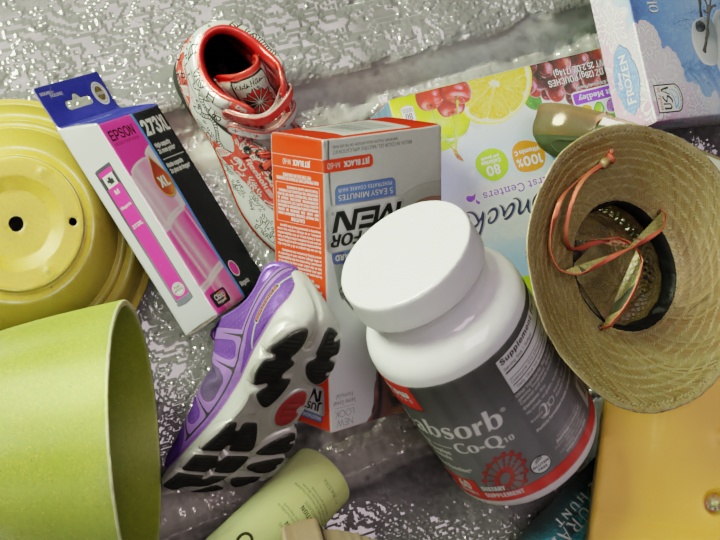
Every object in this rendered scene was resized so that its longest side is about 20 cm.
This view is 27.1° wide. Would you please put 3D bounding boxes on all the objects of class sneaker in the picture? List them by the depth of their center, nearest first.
[{"bbox_3d":[-0.079,0.077,1.036,0.080,0.201,0.084,9,38,-38],"label":"sneaker"},{"bbox_3d":[-0.064,-0.085,1.068,0.067,0.108,0.203,-34,93,-14],"label":"sneaker"},{"bbox_3d":[0.210,-0.048,1.084,0.198,0.067,0.091,20,83,-10],"label":"sneaker"}]

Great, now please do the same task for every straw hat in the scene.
[{"bbox_3d":[0.170,-0.003,1.031,0.199,0.085,0.204,2,87,-31],"label":"straw hat"}]

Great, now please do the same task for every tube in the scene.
[{"bbox_3d":[-0.086,0.206,1.031,0.058,0.052,0.200,38,56,16],"label":"tube"}]

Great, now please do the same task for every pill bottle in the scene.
[{"bbox_3d":[0.073,0.056,1.008,0.116,0.115,0.201,-45,126,-14],"label":"pill bottle"}]

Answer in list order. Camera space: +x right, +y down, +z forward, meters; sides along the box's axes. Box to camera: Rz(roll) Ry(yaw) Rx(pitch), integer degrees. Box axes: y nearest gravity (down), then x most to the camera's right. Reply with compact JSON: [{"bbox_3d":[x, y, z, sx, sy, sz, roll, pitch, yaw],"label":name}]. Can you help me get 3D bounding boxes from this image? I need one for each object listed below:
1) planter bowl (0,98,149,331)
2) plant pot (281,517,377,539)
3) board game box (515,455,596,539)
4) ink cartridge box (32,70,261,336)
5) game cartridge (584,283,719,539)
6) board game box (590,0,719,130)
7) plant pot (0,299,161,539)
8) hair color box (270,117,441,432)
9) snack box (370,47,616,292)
[{"bbox_3d":[-0.238,-0.028,1.033,0.197,0.083,0.204,2,83,-14],"label":"planter bowl"},{"bbox_3d":[0.018,0.251,0.970,0.091,0.201,0.204,-17,88,-4],"label":"plant pot"},{"bbox_3d":[0.214,0.197,1.115,0.135,0.028,0.200,41,72,21],"label":"board game box"},{"bbox_3d":[-0.146,-0.056,1.055,0.037,0.095,0.201,-33,92,23],"label":"ink cartridge box"},{"bbox_3d":[0.259,0.118,1.077,0.174,0.032,0.203,8,86,8],"label":"game cartridge"},{"bbox_3d":[0.259,-0.213,1.157,0.197,0.043,0.203,-9,85,-36],"label":"board game box"},{"bbox_3d":[-0.244,0.122,0.983,0.197,0.187,0.190,-5,85,1],"label":"plant pot"},{"bbox_3d":[0.000,0.000,1.051,0.110,0.064,0.203,-12,107,-39],"label":"hair color box"},{"bbox_3d":[0.125,-0.065,1.133,0.197,0.068,0.171,-14,87,-14],"label":"snack box"}]
